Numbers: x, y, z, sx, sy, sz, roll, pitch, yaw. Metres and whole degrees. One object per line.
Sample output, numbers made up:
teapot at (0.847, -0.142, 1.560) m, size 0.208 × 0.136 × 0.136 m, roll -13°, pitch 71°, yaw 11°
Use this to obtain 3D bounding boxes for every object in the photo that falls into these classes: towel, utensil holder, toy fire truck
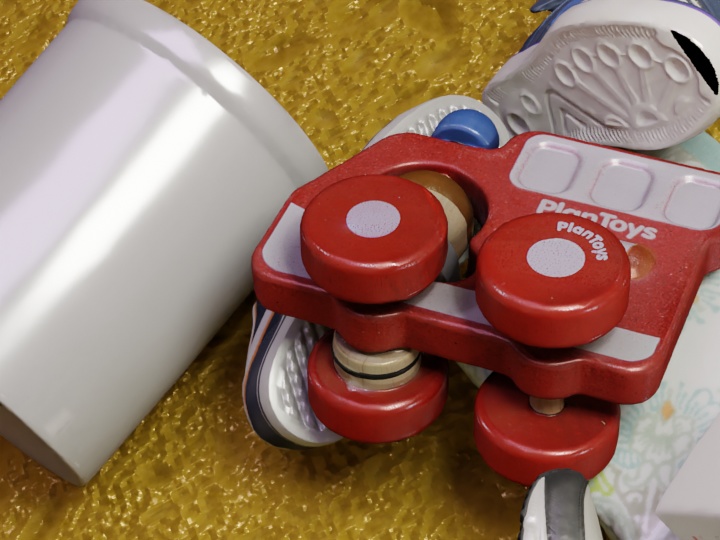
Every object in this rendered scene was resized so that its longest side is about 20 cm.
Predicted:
towel at (0.148, 0.033, 1.034) m, size 0.171 × 0.048 × 0.200 m, roll -39°, pitch 50°, yaw -3°
utensil holder at (-0.138, -0.014, 1.116) m, size 0.170 × 0.170 × 0.200 m, roll 28°, pitch 73°, yaw 36°
toy fire truck at (0.062, -0.006, 0.999) m, size 0.199 × 0.112 × 0.168 m, roll 14°, pitch 44°, yaw 18°

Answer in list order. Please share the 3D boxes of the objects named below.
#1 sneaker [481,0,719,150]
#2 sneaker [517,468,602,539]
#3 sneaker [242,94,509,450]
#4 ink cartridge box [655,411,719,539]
sneaker at (0.155, -0.125, 1.075) m, size 0.146 × 0.081 × 0.200 m, roll -41°, pitch 10°, yaw -23°
sneaker at (0.112, 0.179, 0.917) m, size 0.080 × 0.074 × 0.201 m, roll -12°, pitch 72°, yaw 6°
sneaker at (0.000, 0.000, 1.086) m, size 0.200 × 0.078 × 0.079 m, roll -56°, pitch 12°, yaw -20°
ink cartridge box at (0.225, 0.110, 0.823) m, size 0.083 × 0.145 × 0.200 m, roll -51°, pitch 14°, yaw -15°
